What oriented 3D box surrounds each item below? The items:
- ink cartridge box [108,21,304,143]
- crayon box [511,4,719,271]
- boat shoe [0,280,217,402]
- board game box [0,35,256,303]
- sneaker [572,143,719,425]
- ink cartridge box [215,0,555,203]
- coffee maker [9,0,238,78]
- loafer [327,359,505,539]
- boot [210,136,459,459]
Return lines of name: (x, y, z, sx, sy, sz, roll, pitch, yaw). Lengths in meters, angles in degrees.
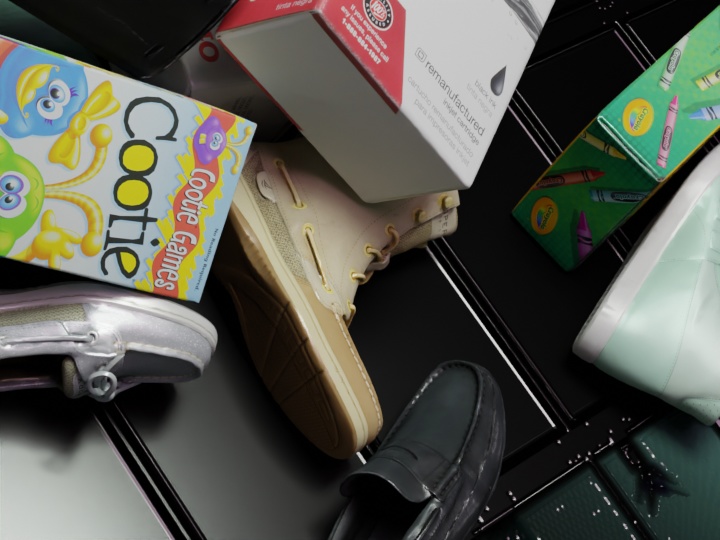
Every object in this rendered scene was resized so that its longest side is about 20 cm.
ink cartridge box: (-0.053, -0.160, 1.032, 0.200, 0.084, 0.145, -12, 68, -30)
crayon box: (0.197, -0.096, 1.087, 0.058, 0.119, 0.200, 46, 54, 6)
boat shoe: (-0.175, 0.045, 0.870, 0.202, 0.074, 0.065, 5, 66, -17)
board game box: (-0.171, -0.062, 0.850, 0.200, 0.103, 0.105, 15, 95, -41)
sneaker: (0.230, 0.009, 1.068, 0.118, 0.074, 0.200, 34, 63, 5)
ink cartridge box: (0.029, -0.161, 0.939, 0.144, 0.084, 0.200, 46, 55, -33)
coffee maker: (-0.160, -0.182, 0.844, 0.200, 0.135, 0.192, 27, 61, -36)
loafer: (0.025, 0.124, 0.906, 0.070, 0.068, 0.201, 53, 48, -35)
boot: (0.000, 0.000, 0.975, 0.155, 0.073, 0.200, -17, 67, -32)
